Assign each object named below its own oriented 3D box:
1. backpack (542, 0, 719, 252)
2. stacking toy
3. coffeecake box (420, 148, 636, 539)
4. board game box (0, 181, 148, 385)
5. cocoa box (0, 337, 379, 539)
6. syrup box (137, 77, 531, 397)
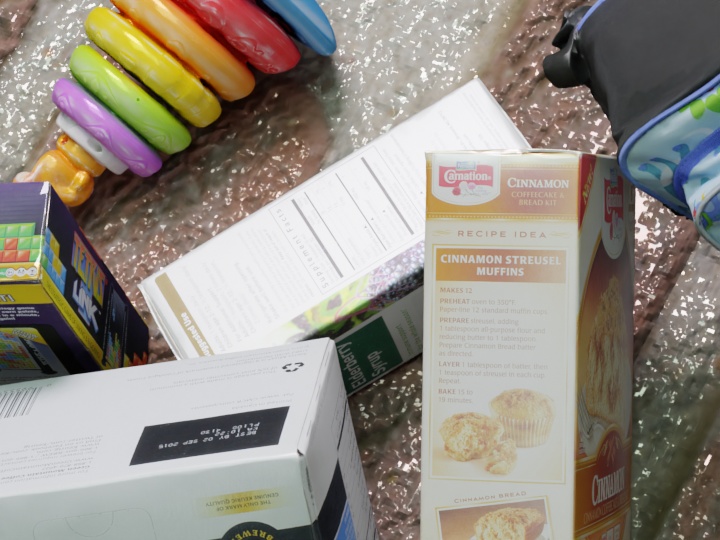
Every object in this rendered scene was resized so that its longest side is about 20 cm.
[{"bbox_3d":[0.220,-0.071,1.332,0.183,0.200,0.147,-39,49,23],"label":"backpack"},{"bbox_3d":[-0.118,-0.091,1.549,0.200,0.110,0.116,-50,47,-2],"label":"stacking toy"},{"bbox_3d":[0.077,0.047,1.344,0.073,0.154,0.200,1,91,15],"label":"coffeecake box"},{"bbox_3d":[-0.223,0.020,1.470,0.200,0.165,0.057,-2,63,12],"label":"board game box"},{"bbox_3d":[-0.101,0.127,1.376,0.200,0.131,0.133,-9,21,10],"label":"cocoa box"},{"bbox_3d":[0.000,0.000,1.473,0.200,0.079,0.081,-32,60,-4],"label":"syrup box"}]
